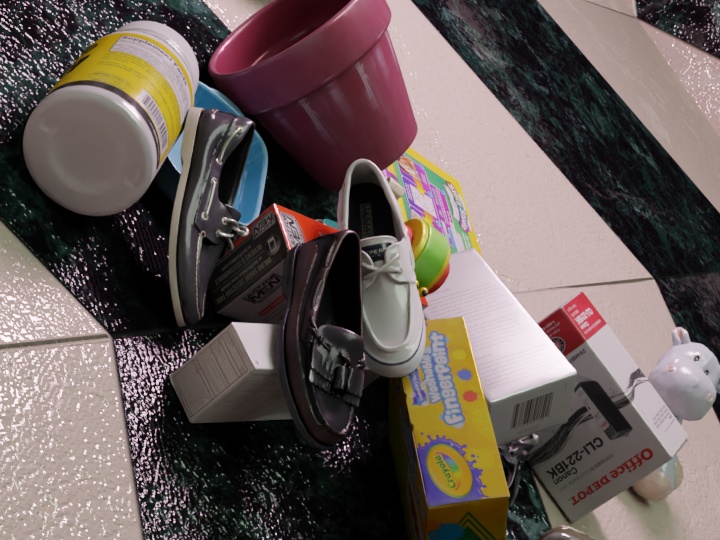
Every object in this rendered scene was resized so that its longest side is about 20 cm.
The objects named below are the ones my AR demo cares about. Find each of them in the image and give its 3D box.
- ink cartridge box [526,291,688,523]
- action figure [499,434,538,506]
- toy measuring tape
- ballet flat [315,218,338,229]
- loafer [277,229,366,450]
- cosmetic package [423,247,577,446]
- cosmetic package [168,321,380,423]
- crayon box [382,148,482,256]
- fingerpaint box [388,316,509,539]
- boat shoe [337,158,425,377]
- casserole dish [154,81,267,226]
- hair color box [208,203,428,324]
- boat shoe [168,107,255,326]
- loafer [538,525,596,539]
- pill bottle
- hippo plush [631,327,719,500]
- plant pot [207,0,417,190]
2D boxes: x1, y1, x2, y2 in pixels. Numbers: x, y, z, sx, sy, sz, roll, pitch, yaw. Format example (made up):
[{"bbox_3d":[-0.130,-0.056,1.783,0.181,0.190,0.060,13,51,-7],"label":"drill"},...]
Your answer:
[{"bbox_3d":[0.236,0.150,1.633,0.200,0.144,0.084,53,27,5],"label":"ink cartridge box"},{"bbox_3d":[0.138,0.135,1.542,0.119,0.102,0.201,34,27,-56],"label":"action figure"},{"bbox_3d":[0.050,-0.036,1.415,0.073,0.073,0.201,38,31,-26],"label":"toy measuring tape"},{"bbox_3d":[0.000,0.000,1.526,0.199,0.067,0.068,25,31,-45],"label":"ballet flat"},{"bbox_3d":[-0.026,0.049,1.227,0.072,0.063,0.201,34,37,-38],"label":"loafer"},{"bbox_3d":[0.113,0.074,1.463,0.101,0.072,0.200,-15,45,-21],"label":"cosmetic package"},{"bbox_3d":[-0.066,0.087,1.285,0.200,0.082,0.051,7,51,-57],"label":"cosmetic package"},{"bbox_3d":[0.061,-0.055,1.711,0.172,0.058,0.201,32,32,-38],"label":"crayon box"},{"bbox_3d":[0.074,0.171,1.312,0.201,0.073,0.168,-102,-173,-45],"label":"fingerpaint box"},{"bbox_3d":[0.011,-0.005,1.307,0.065,0.073,0.201,85,-9,-59],"label":"boat shoe"},{"bbox_3d":[-0.148,-0.106,1.453,0.121,0.039,0.201,40,27,-23],"label":"casserole dish"},{"bbox_3d":[-0.039,0.014,1.402,0.199,0.101,0.062,21,40,-48],"label":"hair color box"},{"bbox_3d":[-0.128,-0.048,1.297,0.073,0.062,0.201,90,4,-69],"label":"boat shoe"},{"bbox_3d":[0.239,0.315,1.521,0.200,0.075,0.070,42,15,-30],"label":"loafer"},{"bbox_3d":[-0.209,-0.139,1.306,0.114,0.114,0.200,44,26,-14],"label":"pill bottle"},{"bbox_3d":[0.378,0.172,1.819,0.160,0.161,0.200,53,25,4],"label":"hippo plush"},{"bbox_3d":[-0.035,-0.194,1.603,0.180,0.199,0.200,58,21,-24],"label":"plant pot"}]
